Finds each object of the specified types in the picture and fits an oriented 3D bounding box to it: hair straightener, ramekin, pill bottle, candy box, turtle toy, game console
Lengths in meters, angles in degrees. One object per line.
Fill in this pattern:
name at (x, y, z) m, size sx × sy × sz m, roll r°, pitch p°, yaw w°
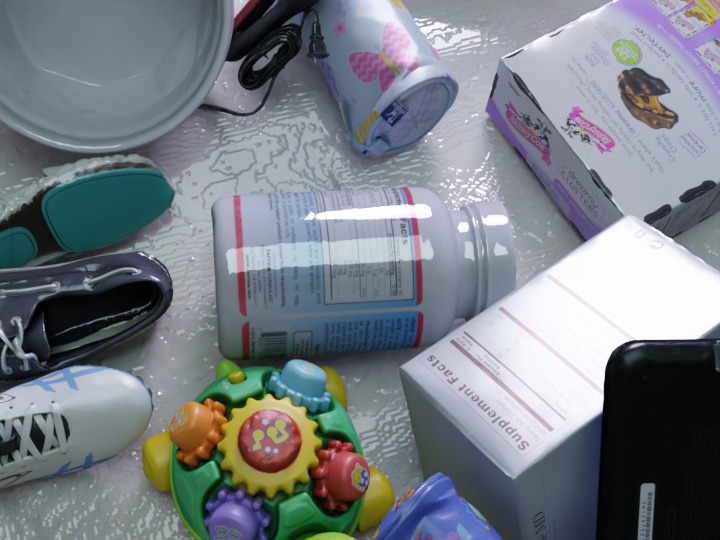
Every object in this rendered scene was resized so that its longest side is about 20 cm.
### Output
hair straightener at (-0.058, -0.177, 0.904) m, size 0.199 × 0.041 × 0.078 m, roll -40°, pitch 68°, yaw 23°
ramekin at (-0.186, -0.193, 0.878) m, size 0.197 × 0.203 × 0.105 m, roll 0°, pitch 22°, yaw -5°
pill bottle at (0.000, 0.000, 0.843) m, size 0.196 × 0.109 × 0.110 m, roll -3°, pitch 64°, yaw -7°
candy box at (0.222, -0.120, 0.943) m, size 0.198 × 0.072 × 0.169 m, roll -28°, pitch 70°, yaw -18°
turtle toy at (-0.047, 0.140, 0.774) m, size 0.144 × 0.101 × 0.202 m, roll -22°, pitch 68°, yaw -15°
game console at (0.208, 0.131, 0.744) m, size 0.173 × 0.116 × 0.204 m, roll 0°, pitch 98°, yaw -9°

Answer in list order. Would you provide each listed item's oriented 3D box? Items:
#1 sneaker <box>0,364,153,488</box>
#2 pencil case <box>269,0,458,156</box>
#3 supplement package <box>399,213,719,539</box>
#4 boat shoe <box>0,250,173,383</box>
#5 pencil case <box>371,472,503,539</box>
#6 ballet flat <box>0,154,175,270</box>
sneaker at (-0.227, 0.108, 0.783) m, size 0.197 × 0.073 × 0.073 m, roll -11°, pitch 104°, yaw -4°
pencil case at (-0.009, -0.183, 0.948) m, size 0.091 × 0.083 × 0.201 m, roll -41°, pitch 69°, yaw 24°
supplement package at (0.140, 0.079, 0.793) m, size 0.199 × 0.118 × 0.117 m, roll -32°, pitch 46°, yaw -18°
boat shoe at (-0.217, 0.034, 0.819) m, size 0.197 × 0.063 × 0.074 m, roll -18°, pitch 103°, yaw -16°
pencil case at (0.077, 0.209, 0.676) m, size 0.087 × 0.078 × 0.200 m, roll -41°, pitch 73°, yaw -2°
ballet flat at (-0.229, -0.039, 0.868) m, size 0.198 × 0.072 × 0.072 m, roll -25°, pitch 68°, yaw -16°
